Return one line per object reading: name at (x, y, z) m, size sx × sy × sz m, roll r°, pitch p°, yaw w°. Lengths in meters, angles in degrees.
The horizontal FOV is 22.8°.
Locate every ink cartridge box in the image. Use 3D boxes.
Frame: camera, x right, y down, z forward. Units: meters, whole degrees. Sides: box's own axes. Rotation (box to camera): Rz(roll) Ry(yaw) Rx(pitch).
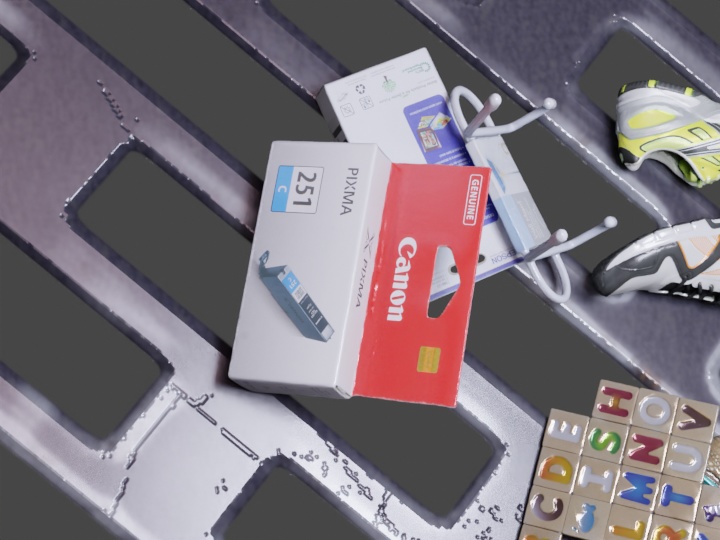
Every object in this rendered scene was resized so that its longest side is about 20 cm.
ink cartridge box at (0.000, 0.000, 1.394) m, size 0.176 × 0.045 × 0.200 m, roll 4°, pitch 74°, yaw 21°
ink cartridge box at (0.049, -0.076, 1.474) m, size 0.099 × 0.039 × 0.200 m, roll -21°, pitch 82°, yaw -18°

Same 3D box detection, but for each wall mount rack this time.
wall mount rack at (0.135, -0.073, 1.435) m, size 0.075 × 0.174 × 0.200 m, roll -29°, pitch 84°, yaw 25°

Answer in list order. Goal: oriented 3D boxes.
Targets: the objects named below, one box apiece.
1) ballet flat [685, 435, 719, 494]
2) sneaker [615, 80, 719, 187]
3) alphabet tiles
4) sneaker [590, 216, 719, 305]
ballet flat at (0.348, 0.211, 1.470) m, size 0.200 × 0.071 × 0.065 m, roll 46°, pitch 59°, yaw -3°
sneaker at (0.313, -0.105, 1.538) m, size 0.200 × 0.075 × 0.076 m, roll 12°, pitch 81°, yaw -1°
alphabet tiles at (0.219, 0.192, 1.435) m, size 0.167 × 0.008 × 0.200 m, roll 12°, pitch 73°, yaw 13°
sneaker at (0.290, -0.004, 1.501) m, size 0.200 × 0.074 × 0.080 m, roll -14°, pitch 83°, yaw -17°
